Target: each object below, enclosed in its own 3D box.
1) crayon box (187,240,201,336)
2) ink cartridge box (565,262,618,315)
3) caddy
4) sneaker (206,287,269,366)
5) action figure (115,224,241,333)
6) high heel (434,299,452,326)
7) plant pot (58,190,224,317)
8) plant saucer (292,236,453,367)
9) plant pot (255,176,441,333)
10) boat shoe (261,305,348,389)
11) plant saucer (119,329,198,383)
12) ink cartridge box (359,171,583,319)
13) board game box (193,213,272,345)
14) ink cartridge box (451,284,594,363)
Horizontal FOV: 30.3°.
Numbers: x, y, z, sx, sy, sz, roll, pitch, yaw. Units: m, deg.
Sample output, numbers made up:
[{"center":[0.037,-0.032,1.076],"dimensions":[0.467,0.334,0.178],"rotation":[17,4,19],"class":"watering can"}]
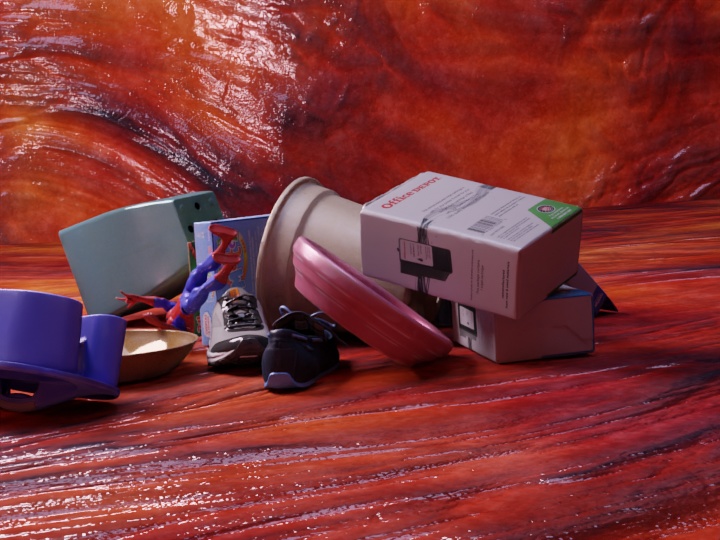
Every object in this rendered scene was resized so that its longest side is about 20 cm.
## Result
[{"center":[-0.152,0.015,1.742],"dimensions":[0.051,0.128,0.200],"rotation":[0,8,25],"class":"crayon box"},{"center":[0.234,0.003,1.718],"dimensions":[0.200,0.042,0.119],"rotation":[42,-22,-33],"class":"ink cartridge box"},{"center":[-0.320,0.084,1.282],"dimensions":[0.199,0.106,0.141],"rotation":[1,-15,33],"class":"caddy"},{"center":[-0.139,0.064,1.495],"dimensions":[0.074,0.080,0.200],"rotation":[-2,7,-11],"class":"sneaker"},{"center":[-0.219,0.026,1.546],"dimensions":[0.098,0.065,0.200],"rotation":[9,-42,-23],"class":"action figure"},{"center":[0.180,-0.003,1.653],"dimensions":[0.199,0.143,0.071],"rotation":[-1,7,19],"class":"high heel"},{"center":[-0.283,-0.032,1.843],"dimensions":[0.199,0.142,0.141],"rotation":[-23,-2,35],"class":"plant pot"},{"center":[0.005,0.040,1.407],"dimensions":[0.200,0.051,0.201],"rotation":[34,2,-1],"class":"plant saucer"},{"center":[0.000,0.000,1.613],"dimensions":[0.183,0.202,0.200],"rotation":[11,11,21],"class":"plant pot"},{"center":[-0.056,0.074,1.394],"dimensions":[0.084,0.069,0.200],"rotation":[-3,6,1],"class":"boat shoe"},{"center":[-0.276,0.096,1.454],"dimensions":[0.199,0.036,0.200],"rotation":[-2,6,0],"class":"plant saucer"},{"center":[0.118,-0.032,1.436],"dimensions":[0.199,0.083,0.146],"rotation":[17,30,32],"class":"ink cartridge box"},{"center":[-0.123,0.006,1.685],"dimensions":[0.036,0.152,0.200],"rotation":[1,7,39],"class":"board game box"},{"center":[0.173,0.051,1.504],"dimensions":[0.115,0.068,0.200],"rotation":[-5,7,-12],"class":"ink cartridge box"}]
